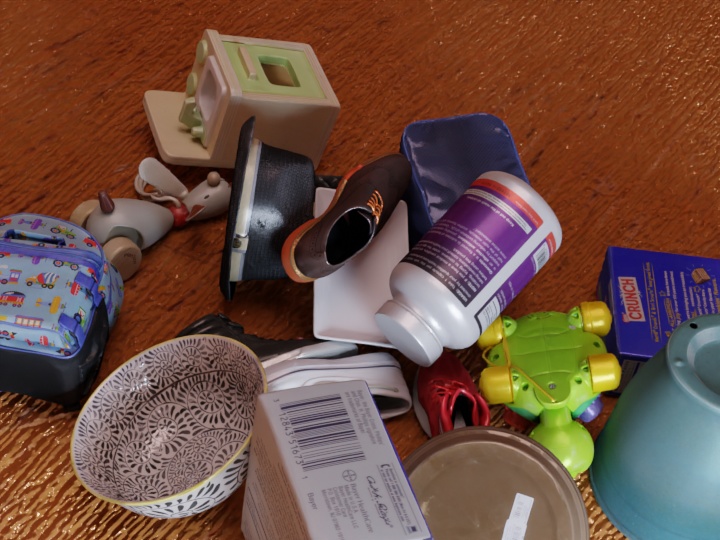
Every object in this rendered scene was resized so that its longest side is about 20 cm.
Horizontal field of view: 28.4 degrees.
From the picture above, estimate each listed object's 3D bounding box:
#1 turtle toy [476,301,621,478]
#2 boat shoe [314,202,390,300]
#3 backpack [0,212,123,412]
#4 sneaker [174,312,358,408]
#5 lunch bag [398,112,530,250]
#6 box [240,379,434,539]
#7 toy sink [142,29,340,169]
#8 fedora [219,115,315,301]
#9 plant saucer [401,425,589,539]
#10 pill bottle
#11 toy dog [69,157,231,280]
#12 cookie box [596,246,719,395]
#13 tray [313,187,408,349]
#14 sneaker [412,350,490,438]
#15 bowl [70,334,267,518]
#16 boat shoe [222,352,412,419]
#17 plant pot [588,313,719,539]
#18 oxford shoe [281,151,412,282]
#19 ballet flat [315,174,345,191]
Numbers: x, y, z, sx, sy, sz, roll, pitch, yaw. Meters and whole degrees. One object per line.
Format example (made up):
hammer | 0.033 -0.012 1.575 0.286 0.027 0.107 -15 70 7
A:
turtle toy | 0.195 0.122 1.464 0.144 0.102 0.201 -7 43 6
boat shoe | -0.017 0.000 1.579 0.064 0.072 0.200 -21 53 -28
backpack | -0.334 0.021 1.453 0.181 0.135 0.201 12 48 4
sneaker | -0.106 0.080 1.482 0.199 0.071 0.100 -14 53 -17
lunch bag | 0.111 -0.076 1.631 0.135 0.133 0.201 -7 58 -14
box | -0.026 0.232 1.248 0.104 0.201 0.185 -7 46 -19
toy sink | -0.144 -0.206 1.709 0.199 0.112 0.131 2 42 -26
fedora | -0.097 -0.062 1.538 0.091 0.201 0.201 8 44 -5
plant saucer | 0.111 0.242 1.307 0.198 0.029 0.202 -2 76 7
pill bottle | 0.107 0.000 1.457 0.112 0.113 0.200 36 72 25
toy dog | -0.237 -0.076 1.603 0.131 0.097 0.200 26 47 17
cookie box | 0.367 0.064 1.572 0.198 0.076 0.172 8 44 -2
tray | 0.000 0.000 1.528 0.106 0.022 0.201 8 53 -11
sneaker | 0.102 0.133 1.430 0.078 0.116 0.201 -2 45 -11
bowl | -0.164 0.166 1.350 0.199 0.095 0.202 -15 41 13
boat shoe | -0.039 0.130 1.440 0.199 0.074 0.067 -13 47 -22
plant pot | 0.342 0.154 1.397 0.198 0.189 0.201 5 45 -5
oxford shoe | 0.004 -0.057 1.498 0.072 0.071 0.200 -7 35 50
ballet flat | -0.044 -0.098 1.658 0.199 0.066 0.057 13 73 27
